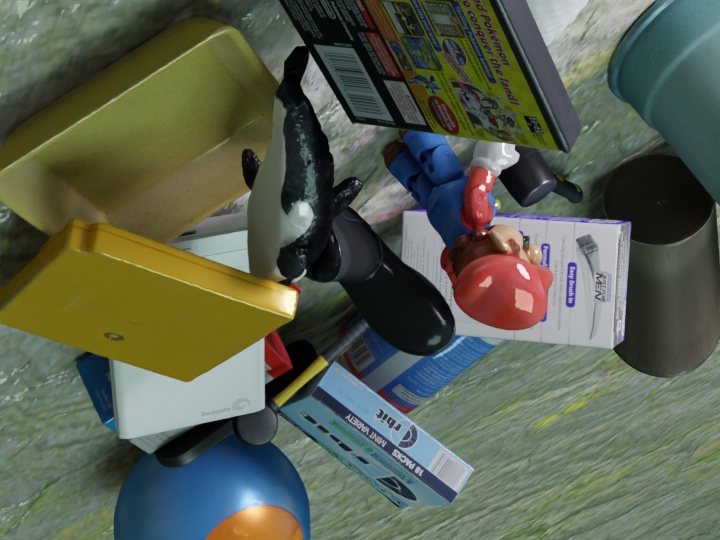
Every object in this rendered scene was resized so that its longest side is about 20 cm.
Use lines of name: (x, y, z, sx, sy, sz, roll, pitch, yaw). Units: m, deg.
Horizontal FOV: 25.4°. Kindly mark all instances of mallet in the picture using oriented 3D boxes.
mallet: (-0.038, 0.086, 1.443, 0.200, 0.041, 0.066, -42, -178, -1)
mallet: (0.176, -0.077, 1.477, 0.041, 0.066, 0.200, -38, 155, 16)

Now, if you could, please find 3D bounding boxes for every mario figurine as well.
mario figurine: (0.102, -0.039, 1.325, 0.106, 0.201, 0.124, -29, 156, 2)

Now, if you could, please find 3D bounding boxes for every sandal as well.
sandal: (-0.117, 0.116, 1.522, 0.200, 0.045, 0.075, -35, -158, -33)

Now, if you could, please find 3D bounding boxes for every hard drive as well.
hard drive: (-0.145, 0.048, 1.331, 0.131, 0.027, 0.201, -11, 130, -16)

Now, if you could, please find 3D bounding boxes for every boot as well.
boot: (-0.001, -0.001, 1.292, 0.066, 0.165, 0.200, -46, 168, 1)

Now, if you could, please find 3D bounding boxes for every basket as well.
basket: (0.310, -0.015, 1.660, 0.135, 0.181, 0.200, -7, 147, 7)

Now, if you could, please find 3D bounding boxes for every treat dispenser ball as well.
treat dispenser ball: (-0.149, 0.256, 1.617, 0.200, 0.202, 0.201, -24, 155, -12)

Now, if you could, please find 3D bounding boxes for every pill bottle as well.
pill bottle: (0.080, 0.046, 1.568, 0.200, 0.113, 0.112, -38, 154, 20)

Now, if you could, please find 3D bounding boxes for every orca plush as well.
orca plush: (-0.036, -0.068, 1.138, 0.071, 0.105, 0.201, -14, 127, -22)

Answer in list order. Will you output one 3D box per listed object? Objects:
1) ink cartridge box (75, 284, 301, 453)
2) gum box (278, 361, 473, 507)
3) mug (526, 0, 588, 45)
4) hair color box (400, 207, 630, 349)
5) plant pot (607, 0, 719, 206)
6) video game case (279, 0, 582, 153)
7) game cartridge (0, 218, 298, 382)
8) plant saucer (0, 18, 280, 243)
ink cartridge box: (-0.140, 0.076, 1.442, 0.199, 0.068, 0.116, -31, 156, 3)
gum box: (0.008, 0.166, 1.581, 0.045, 0.170, 0.200, -54, -175, -16)
mug: (0.062, -0.217, 1.041, 0.198, 0.149, 0.176, 10, 149, -13)
hair color box: (0.137, 0.005, 1.430, 0.198, 0.110, 0.065, 5, -174, 20)
plant pot: (0.351, -0.142, 1.404, 0.199, 0.197, 0.201, -23, 154, -12)
video game case: (0.030, -0.158, 1.009, 0.026, 0.180, 0.200, -58, 139, -24)
game cartridge: (-0.166, 0.025, 1.197, 0.175, 0.033, 0.200, 20, 153, -23)
plant saucer: (-0.148, -0.094, 1.138, 0.199, 0.049, 0.200, -32, 154, 5)
